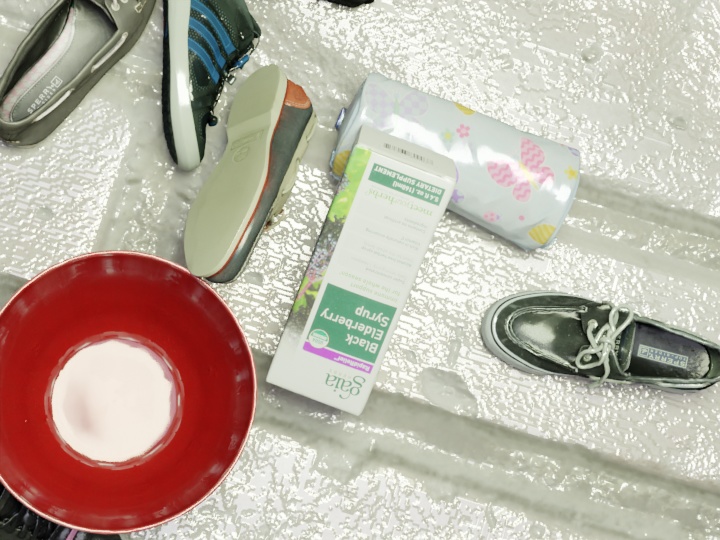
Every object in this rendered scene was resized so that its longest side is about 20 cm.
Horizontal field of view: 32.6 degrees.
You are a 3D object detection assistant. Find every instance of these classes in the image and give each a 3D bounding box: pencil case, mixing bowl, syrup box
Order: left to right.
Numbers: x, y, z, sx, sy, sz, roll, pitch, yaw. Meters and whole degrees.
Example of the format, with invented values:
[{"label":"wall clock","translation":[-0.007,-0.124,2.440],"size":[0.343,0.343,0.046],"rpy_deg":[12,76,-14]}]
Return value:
[{"label":"mixing bowl","translation":[-0.182,0.094,0.919],"size":[0.200,0.108,0.201],"rpy_deg":[2,79,-11]},{"label":"syrup box","translation":[0.000,0.000,0.932],"size":[0.079,0.081,0.200],"rpy_deg":[21,107,-3]},{"label":"pencil case","translation":[0.076,-0.086,0.986],"size":[0.200,0.083,0.091],"rpy_deg":[19,89,-4]}]

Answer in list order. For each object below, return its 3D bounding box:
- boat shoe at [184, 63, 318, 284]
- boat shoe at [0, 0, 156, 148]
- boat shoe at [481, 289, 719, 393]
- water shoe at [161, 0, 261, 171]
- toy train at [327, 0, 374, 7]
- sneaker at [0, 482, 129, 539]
[{"label":"boat shoe","translation":[-0.078,-0.068,0.942],"size":[0.063,0.071,0.200],"rpy_deg":[46,44,-39]},{"label":"boat shoe","translation":[-0.222,-0.183,0.973],"size":[0.067,0.057,0.200],"rpy_deg":[35,82,-2]},{"label":"boat shoe","translation":[0.199,0.061,0.993],"size":[0.199,0.068,0.074],"rpy_deg":[17,82,-5]},{"label":"water shoe","translation":[-0.116,-0.179,0.979],"size":[0.079,0.071,0.201],"rpy_deg":[1,87,-14]},{"label":"toy train","translation":[-0.070,-0.245,0.973],"size":[0.200,0.034,0.046],"rpy_deg":[9,90,-33]},{"label":"sneaker","translation":[-0.257,0.181,0.912],"size":[0.200,0.099,0.071],"rpy_deg":[34,81,-3]}]
